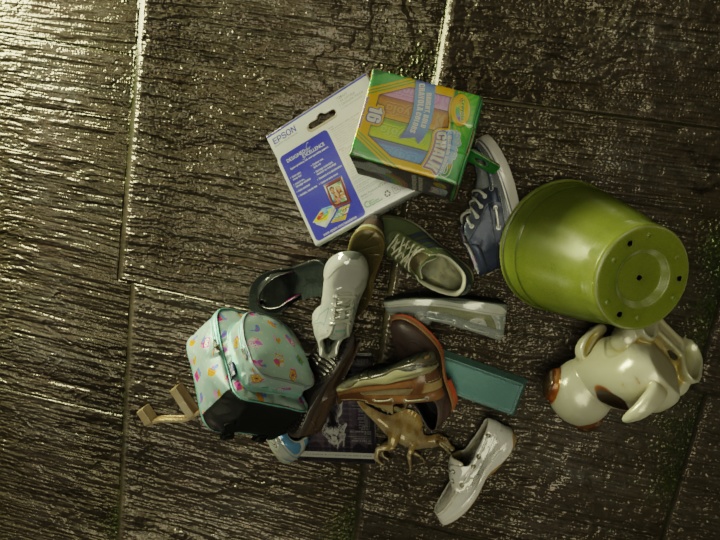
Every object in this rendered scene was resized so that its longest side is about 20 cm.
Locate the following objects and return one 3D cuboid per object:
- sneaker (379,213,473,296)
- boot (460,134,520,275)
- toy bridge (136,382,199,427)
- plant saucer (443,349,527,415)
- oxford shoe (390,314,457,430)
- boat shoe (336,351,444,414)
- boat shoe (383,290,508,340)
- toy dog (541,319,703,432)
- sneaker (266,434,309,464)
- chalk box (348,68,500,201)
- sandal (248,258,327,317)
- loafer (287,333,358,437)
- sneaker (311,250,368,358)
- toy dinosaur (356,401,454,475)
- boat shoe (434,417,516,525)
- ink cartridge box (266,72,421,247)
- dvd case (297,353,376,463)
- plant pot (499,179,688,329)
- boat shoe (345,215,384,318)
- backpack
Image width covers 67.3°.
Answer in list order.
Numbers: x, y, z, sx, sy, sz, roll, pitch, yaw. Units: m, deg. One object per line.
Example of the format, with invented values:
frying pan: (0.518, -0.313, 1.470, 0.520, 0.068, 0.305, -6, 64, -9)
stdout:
sneaker: (0.093, -0.024, 0.851, 0.199, 0.090, 0.068, 33, 105, 3)
boot: (0.189, -0.096, 0.823, 0.089, 0.073, 0.203, -21, 97, -2)
toy bridge: (-0.328, 0.245, 1.010, 0.199, 0.027, 0.068, -33, 94, 15)
plant saucer: (0.176, 0.184, 0.913, 0.197, 0.019, 0.071, 19, 103, 5)
oxford shoe: (0.096, 0.162, 0.858, 0.071, 0.073, 0.202, -14, 112, 39)
boat shoe: (0.042, 0.182, 0.821, 0.199, 0.075, 0.075, -24, 89, 44)
boat shoe: (0.135, 0.071, 0.872, 0.198, 0.074, 0.066, 4, 97, 2)
toy dog: (0.372, 0.166, 0.797, 0.139, 0.195, 0.200, 35, 139, -11)
sneaker: (-0.169, 0.248, 0.962, 0.072, 0.072, 0.200, -42, 84, -6)
chalk box: (0.099, -0.179, 0.756, 0.197, 0.124, 0.126, 16, 90, 6)
sandal: (-0.129, 0.030, 0.895, 0.199, 0.048, 0.076, -24, 90, 36)
loafer: (-0.060, 0.192, 0.924, 0.073, 0.071, 0.202, 37, 99, 46)
sneaker: (-0.028, 0.056, 0.822, 0.069, 0.081, 0.202, 5, 134, -13)
toy dinosaur: (0.061, 0.286, 0.943, 0.198, 0.058, 0.102, 26, 89, -3)
boat shoe: (0.177, 0.333, 0.912, 0.069, 0.071, 0.201, 34, 95, -6)
ink cartridge box: (-0.025, -0.171, 0.865, 0.196, 0.047, 0.202, -27, 82, 14)
dvd case: (-0.047, 0.246, 0.965, 0.146, 0.016, 0.203, -1, 99, 10)
plant pot: (0.321, -0.014, 0.731, 0.197, 0.193, 0.204, -2, 104, -10)
boat shoe: (-0.001, -0.001, 0.874, 0.071, 0.066, 0.202, 25, 131, 5)
backpack: (-0.182, 0.153, 0.879, 0.154, 0.175, 0.200, -50, 50, 13)
